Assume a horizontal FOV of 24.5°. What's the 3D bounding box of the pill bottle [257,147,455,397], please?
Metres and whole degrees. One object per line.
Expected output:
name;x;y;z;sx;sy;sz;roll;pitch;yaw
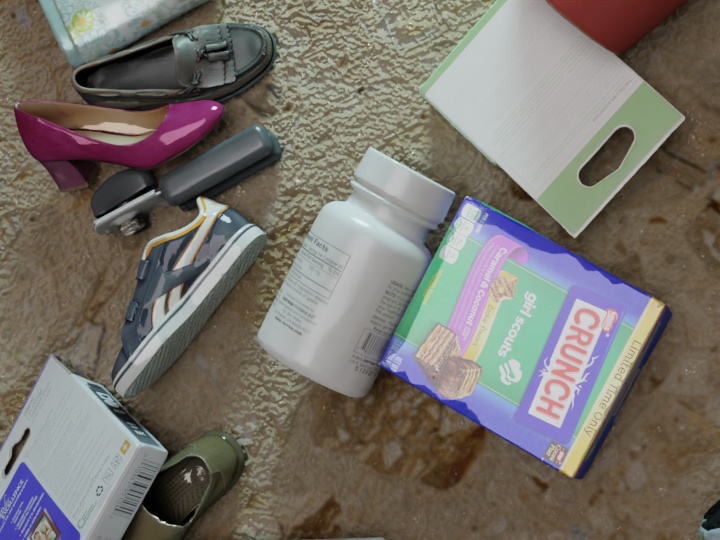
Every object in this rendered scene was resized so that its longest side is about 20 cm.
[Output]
pill bottle;0.000;0.000;1.473;0.114;0.114;0.201;29;94;17

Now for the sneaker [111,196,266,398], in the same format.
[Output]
sneaker;-0.178;0.022;1.546;0.079;0.078;0.201;38;86;11

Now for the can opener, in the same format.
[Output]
can opener;-0.171;-0.087;1.564;0.198;0.053;0.067;-24;78;14

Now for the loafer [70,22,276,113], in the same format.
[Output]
loafer;-0.178;-0.189;1.568;0.198;0.063;0.073;-13;81;16

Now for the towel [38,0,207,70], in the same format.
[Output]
towel;-0.244;-0.318;1.607;0.170;0.048;0.202;-28;79;14

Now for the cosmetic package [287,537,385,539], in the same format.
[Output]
cosmetic package;-0.074;0.303;1.474;0.198;0.085;0.109;-2;107;17

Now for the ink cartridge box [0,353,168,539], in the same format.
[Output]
ink cartridge box;-0.283;0.207;1.561;0.200;0.043;0.199;35;97;49

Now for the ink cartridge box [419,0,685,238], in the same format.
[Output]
ink cartridge box;0.169;-0.146;1.468;0.200;0.048;0.146;45;99;15

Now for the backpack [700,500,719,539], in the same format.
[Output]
backpack;0.369;0.212;1.321;0.198;0.163;0.156;-5;100;22

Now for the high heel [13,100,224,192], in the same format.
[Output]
high heel;-0.229;-0.142;1.557;0.198;0.068;0.097;-20;121;18

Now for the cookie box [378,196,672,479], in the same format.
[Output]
cookie box;0.144;0.059;1.445;0.199;0.075;0.172;29;93;16

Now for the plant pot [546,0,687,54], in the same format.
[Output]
plant pot;0.224;-0.295;1.398;0.200;0.200;0.178;45;108;15

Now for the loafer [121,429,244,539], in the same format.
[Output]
loafer;-0.191;0.227;1.538;0.076;0.067;0.201;41;97;16
